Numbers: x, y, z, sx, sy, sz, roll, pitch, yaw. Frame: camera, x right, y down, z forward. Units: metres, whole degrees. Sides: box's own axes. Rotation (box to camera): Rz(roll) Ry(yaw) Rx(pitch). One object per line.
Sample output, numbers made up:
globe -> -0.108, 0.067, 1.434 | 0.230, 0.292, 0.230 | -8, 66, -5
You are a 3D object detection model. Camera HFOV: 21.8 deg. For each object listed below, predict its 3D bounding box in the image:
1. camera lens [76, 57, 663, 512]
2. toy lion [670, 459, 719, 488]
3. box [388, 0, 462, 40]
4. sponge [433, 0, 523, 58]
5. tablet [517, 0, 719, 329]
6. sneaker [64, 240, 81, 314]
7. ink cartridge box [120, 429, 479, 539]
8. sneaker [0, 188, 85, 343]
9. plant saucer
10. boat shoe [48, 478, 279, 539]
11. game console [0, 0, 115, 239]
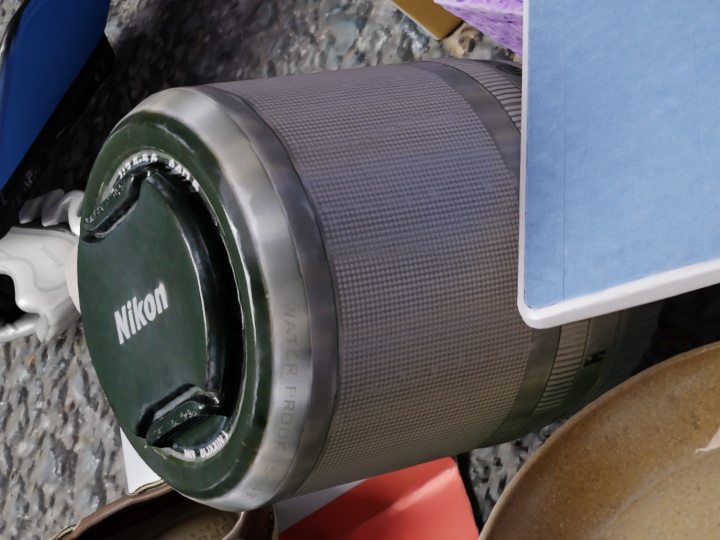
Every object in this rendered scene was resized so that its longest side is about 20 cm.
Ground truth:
camera lens -> 0.000, 0.000, 0.740 | 0.160, 0.199, 0.161 | 22, 117, 52
toy lion -> 0.169, 0.137, 0.651 | 0.192, 0.069, 0.200 | -44, 44, 5
box -> 0.056, -0.233, 0.905 | 0.200, 0.124, 0.098 | -43, 46, 17
sponge -> 0.134, -0.086, 0.762 | 0.200, 0.111, 0.030 | 18, 83, 46
tablet -> 0.116, -0.078, 0.676 | 0.130, 0.014, 0.201 | -18, 51, 29
sneaker -> -0.051, -0.038, 0.874 | 0.080, 0.071, 0.200 | -34, 6, 40
ink cartridge box -> -0.033, 0.095, 0.864 | 0.162, 0.057, 0.201 | -35, 44, 23
sneaker -> -0.211, -0.001, 1.045 | 0.199, 0.075, 0.081 | 1, 45, 44
plant saucer -> 0.133, 0.098, 0.630 | 0.199, 0.036, 0.201 | -22, 31, 14
boat shoe -> -0.129, 0.144, 0.802 | 0.202, 0.075, 0.075 | -35, 76, -11
game console -> -0.211, -0.112, 1.029 | 0.170, 0.119, 0.200 | -8, 32, 19
